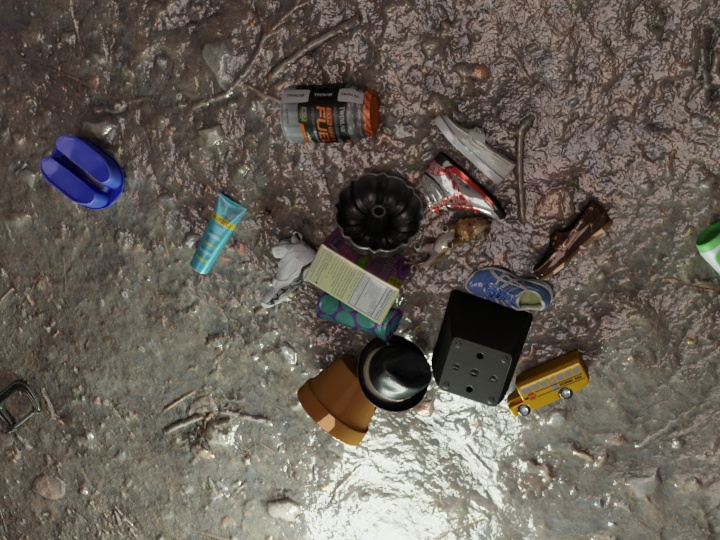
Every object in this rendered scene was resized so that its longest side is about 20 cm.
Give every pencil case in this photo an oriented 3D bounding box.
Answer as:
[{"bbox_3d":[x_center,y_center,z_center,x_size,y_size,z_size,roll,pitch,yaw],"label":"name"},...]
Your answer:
[{"bbox_3d":[-0.005,0.104,1.641,0.198,0.086,0.093,18,156,20],"label":"pencil case"}]

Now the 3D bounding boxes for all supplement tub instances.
[{"bbox_3d":[-0.064,-0.338,1.496,0.197,0.123,0.124,1,110,14],"label":"supplement tub"}]

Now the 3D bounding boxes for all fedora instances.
[{"bbox_3d":[0.094,0.234,1.616,0.201,0.200,0.091,52,148,-7],"label":"fedora"}]

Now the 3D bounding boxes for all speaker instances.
[{"bbox_3d":[0.781,-0.007,1.413,0.200,0.089,0.088,44,114,-3],"label":"speaker"}]

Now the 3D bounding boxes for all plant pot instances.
[{"bbox_3d":[-0.036,0.305,1.689,0.199,0.200,0.141,39,98,-1],"label":"plant pot"},{"bbox_3d":[0.265,0.192,1.569,0.197,0.178,0.203,17,114,8],"label":"plant pot"}]

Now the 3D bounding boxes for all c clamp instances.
[{"bbox_3d":[-1.016,0.424,2.072,0.200,0.027,0.171,-40,90,25],"label":"c clamp"}]

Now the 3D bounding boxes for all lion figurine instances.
[{"bbox_3d":[0.191,-0.062,1.551,0.199,0.122,0.073,-25,86,37],"label":"lion figurine"}]

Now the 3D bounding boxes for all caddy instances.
[{"bbox_3d":[-0.681,-0.242,1.705,0.199,0.105,0.142,38,90,-1],"label":"caddy"}]

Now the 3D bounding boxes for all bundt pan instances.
[{"bbox_3d":[0.038,-0.113,1.530,0.199,0.204,0.076,19,154,7],"label":"bundt pan"}]

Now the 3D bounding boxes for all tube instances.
[{"bbox_3d":[-0.355,-0.087,1.707,0.077,0.050,0.201,29,109,-5],"label":"tube"}]

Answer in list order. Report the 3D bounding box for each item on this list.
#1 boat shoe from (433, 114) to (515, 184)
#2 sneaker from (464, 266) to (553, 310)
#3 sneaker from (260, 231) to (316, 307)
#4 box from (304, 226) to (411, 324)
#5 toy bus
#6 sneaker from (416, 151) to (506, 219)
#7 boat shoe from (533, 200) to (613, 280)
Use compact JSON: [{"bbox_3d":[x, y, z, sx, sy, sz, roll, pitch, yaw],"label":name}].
[{"bbox_3d":[0.244,-0.270,1.469,0.200,0.072,0.066,43,109,-4],"label":"boat shoe"},{"bbox_3d":[0.331,0.043,1.552,0.197,0.077,0.077,9,113,13],"label":"sneaker"},{"bbox_3d":[-0.186,-0.003,1.675,0.199,0.075,0.115,-36,96,18],"label":"sneaker"},{"bbox_3d":[0.000,0.000,1.569,0.198,0.176,0.097,31,114,2],"label":"box"},{"bbox_3d":[0.430,0.265,1.611,0.198,0.065,0.079,-28,100,22],"label":"toy bus"},{"bbox_3d":[0.215,-0.153,1.516,0.201,0.067,0.108,42,109,3],"label":"sneaker"},{"bbox_3d":[0.442,-0.066,1.489,0.070,0.071,0.200,42,105,-11],"label":"boat shoe"}]
